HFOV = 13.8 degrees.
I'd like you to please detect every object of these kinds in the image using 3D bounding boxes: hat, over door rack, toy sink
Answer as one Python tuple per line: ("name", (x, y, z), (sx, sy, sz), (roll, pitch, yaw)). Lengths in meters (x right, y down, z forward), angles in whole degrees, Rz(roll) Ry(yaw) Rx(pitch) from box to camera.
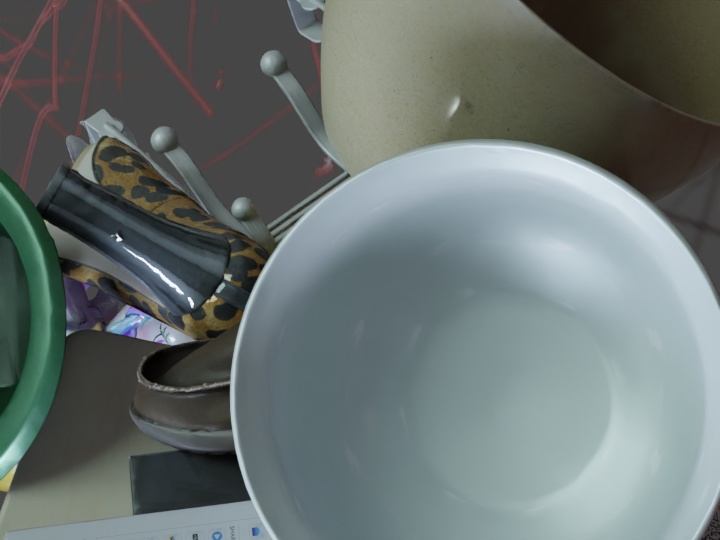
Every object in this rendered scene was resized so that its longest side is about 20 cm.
("hat", (-0.163, 0.022, 1.435), (0.200, 0.176, 0.166), (30, 104, 32))
("over door rack", (-0.045, -0.088, 1.498), (0.147, 0.067, 0.200), (-34, 30, -15))
("toy sink", (-0.100, 0.148, 1.374), (0.112, 0.130, 0.201), (88, -165, -60))

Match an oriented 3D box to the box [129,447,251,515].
("box", (-0.022, 0.163, 1.275), (0.036, 0.142, 0.201), (84, 178, -58))

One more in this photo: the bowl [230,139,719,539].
("bowl", (0.055, 0.051, 1.190), (0.200, 0.090, 0.202), (-1, 87, 12))

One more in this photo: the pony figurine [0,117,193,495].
("pony figurine", (-0.162, 0.017, 1.601), (0.200, 0.166, 0.194), (-40, 72, 28))

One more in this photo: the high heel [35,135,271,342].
("high heel", (-0.085, -0.003, 1.436), (0.072, 0.142, 0.200), (-60, 3, 2))

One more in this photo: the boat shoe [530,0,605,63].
("boat shoe", (0.097, -0.147, 1.394), (0.070, 0.066, 0.201), (14, 79, 57))

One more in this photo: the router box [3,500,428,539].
("router box", (-0.050, 0.193, 1.210), (0.179, 0.049, 0.201), (-7, 59, 1))

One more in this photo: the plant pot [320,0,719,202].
("plant pot", (0.060, -0.088, 1.287), (0.135, 0.200, 0.201), (-49, 35, 26))

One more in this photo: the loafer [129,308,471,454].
("loafer", (-0.013, 0.026, 1.298), (0.199, 0.071, 0.073), (-13, 19, 20))

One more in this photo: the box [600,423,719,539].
("box", (0.093, 0.088, 1.267), (0.119, 0.041, 0.201), (-41, 37, 32))
